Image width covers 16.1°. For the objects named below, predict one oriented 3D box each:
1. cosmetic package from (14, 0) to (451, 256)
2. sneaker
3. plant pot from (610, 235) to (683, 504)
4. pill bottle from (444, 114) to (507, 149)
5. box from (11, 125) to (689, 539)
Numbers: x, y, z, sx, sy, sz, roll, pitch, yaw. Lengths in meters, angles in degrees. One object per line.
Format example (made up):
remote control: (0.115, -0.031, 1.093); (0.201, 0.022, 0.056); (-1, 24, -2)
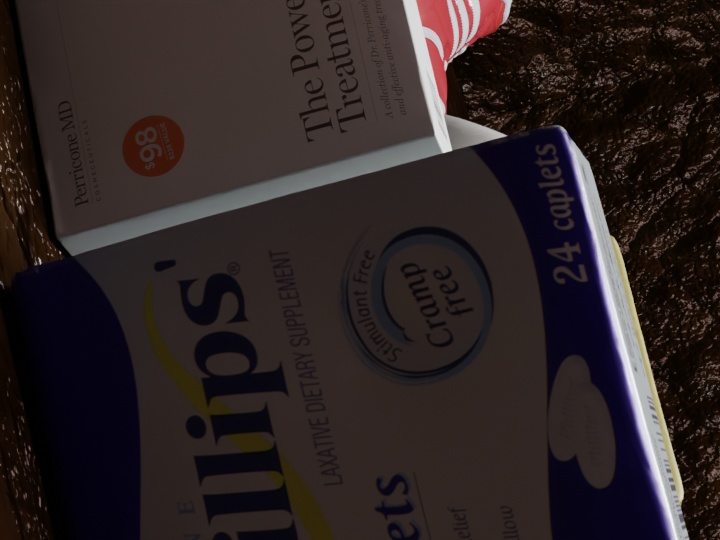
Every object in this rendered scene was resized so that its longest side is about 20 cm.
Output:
cosmetic package: (-0.058, -0.113, 0.993); (0.052, 0.150, 0.201); (55, 20, -67)
sneaker: (0.028, -0.111, 1.312); (0.200, 0.071, 0.113); (10, 83, -69)
plant pot: (0.089, 0.126, 1.599); (0.200, 0.194, 0.195); (77, 2, -57)
pill bottle: (0.018, 0.038, 1.163); (0.114, 0.114, 0.201); (60, 48, -66)
box: (0.003, 0.069, 0.875); (0.105, 0.199, 0.185); (30, 45, -79)
